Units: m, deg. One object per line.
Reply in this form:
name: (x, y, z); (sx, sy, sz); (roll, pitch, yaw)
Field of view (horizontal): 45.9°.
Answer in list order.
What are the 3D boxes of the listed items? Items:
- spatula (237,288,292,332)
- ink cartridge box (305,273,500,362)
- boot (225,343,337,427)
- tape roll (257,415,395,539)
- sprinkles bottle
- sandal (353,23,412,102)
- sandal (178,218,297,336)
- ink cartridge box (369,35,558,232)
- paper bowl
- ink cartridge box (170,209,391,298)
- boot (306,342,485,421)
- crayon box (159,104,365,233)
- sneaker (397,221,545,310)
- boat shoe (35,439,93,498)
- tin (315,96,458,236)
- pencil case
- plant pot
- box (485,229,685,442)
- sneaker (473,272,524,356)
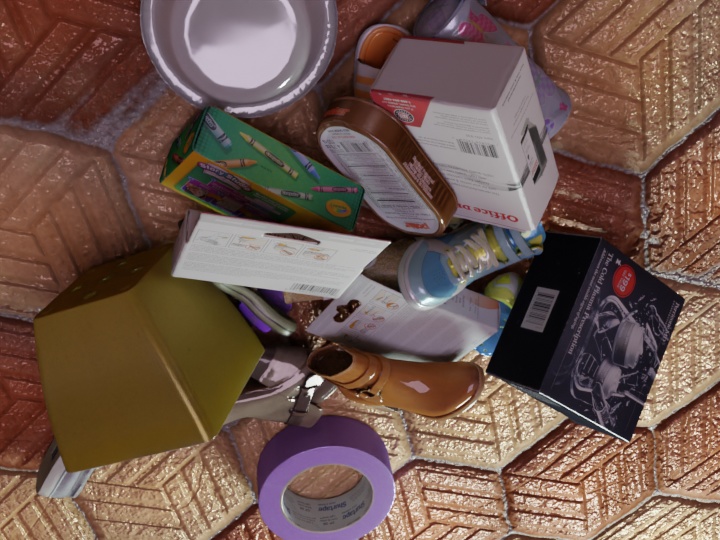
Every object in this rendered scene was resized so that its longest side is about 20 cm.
spatula: (-0.168, 0.087, 1.107); (0.056, 0.021, 0.200); (42, 110, -15)
ink cartridge box: (0.052, 0.060, 1.080); (0.198, 0.051, 0.162); (23, 143, -17)
boot: (-0.126, 0.179, 1.148); (0.145, 0.071, 0.200); (28, 118, -30)
tape roll: (-0.051, 0.309, 1.240); (0.197, 0.066, 0.202); (-4, 121, -7)
sprinkles bottle: (0.000, 0.000, 1.054); (0.197, 0.069, 0.069); (-5, 123, -5)
sandal: (0.031, -0.169, 0.959); (0.078, 0.059, 0.209); (-1, 122, -9)
sandal: (-0.144, 0.001, 1.030); (0.057, 0.080, 0.201); (-46, 118, 2)
ink cartridge box: (0.116, -0.142, 0.903); (0.145, 0.084, 0.201); (16, 155, 32)
paper bowl: (-0.121, -0.252, 0.859); (0.198, 0.105, 0.203); (-4, 123, -7)
ink cartridge box: (-0.088, -0.029, 0.903); (0.197, 0.045, 0.176); (8, 156, -19)
boot: (0.042, 0.134, 1.072); (0.198, 0.075, 0.154); (-17, 144, 37)
crayon box: (-0.110, -0.094, 0.946); (0.198, 0.059, 0.118); (26, 156, -23)
sneaker: (0.136, -0.025, 0.978); (0.130, 0.199, 0.080); (-23, 97, 43)
boat shoe: (-0.369, 0.236, 1.149); (0.071, 0.070, 0.201); (22, 121, -32)
tin: (0.028, -0.107, 0.931); (0.200, 0.111, 0.042); (47, 68, -36)
pencil case: (0.145, -0.221, 0.932); (0.200, 0.091, 0.083); (40, 141, -26)
plant pot: (-0.255, 0.085, 0.986); (0.198, 0.200, 0.178); (-15, 110, 18)
box: (0.285, 0.082, 1.069); (0.181, 0.104, 0.202); (29, 82, -31)
sneaker: (0.205, 0.094, 1.151); (0.104, 0.076, 0.201); (-23, 116, 20)
